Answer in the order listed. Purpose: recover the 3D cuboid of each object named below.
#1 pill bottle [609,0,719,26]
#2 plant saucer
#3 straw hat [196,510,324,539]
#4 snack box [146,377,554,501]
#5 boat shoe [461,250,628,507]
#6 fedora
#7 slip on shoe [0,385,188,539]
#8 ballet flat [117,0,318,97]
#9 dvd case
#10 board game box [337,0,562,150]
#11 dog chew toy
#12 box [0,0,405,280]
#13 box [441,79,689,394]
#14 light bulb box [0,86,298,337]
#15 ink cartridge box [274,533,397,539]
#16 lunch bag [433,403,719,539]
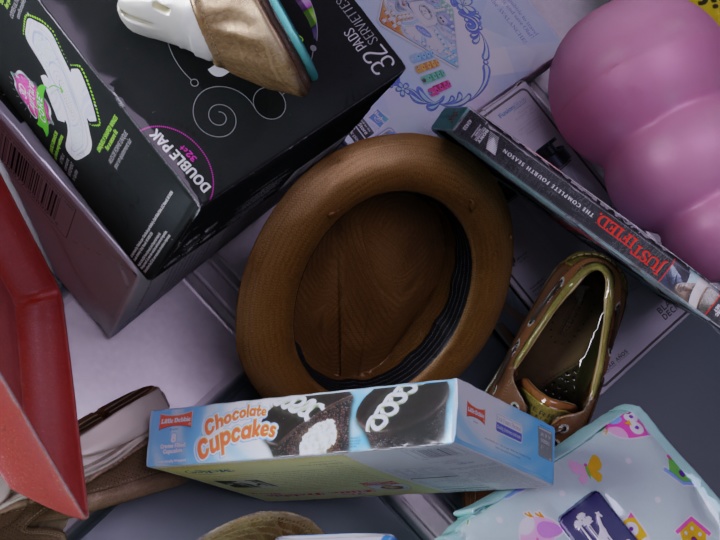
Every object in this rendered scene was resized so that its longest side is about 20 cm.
[{"bbox_3d":[0.252,-0.160,1.044,0.111,0.111,0.201,-4,73,-22],"label":"pill bottle"},{"bbox_3d":[-0.202,0.006,0.742,0.037,0.200,0.200,-20,40,-2],"label":"plant saucer"},{"bbox_3d":[-0.113,0.202,0.784,0.085,0.201,0.201,27,55,37],"label":"straw hat"},{"bbox_3d":[-0.006,0.098,0.788,0.116,0.200,0.037,30,58,-52],"label":"snack box"},{"bbox_3d":[0.110,0.082,0.886,0.072,0.068,0.201,18,93,6],"label":"boat shoe"},{"bbox_3d":[0.000,0.000,0.879,0.200,0.082,0.201,-12,120,-21],"label":"fedora"},{"bbox_3d":[-0.188,0.135,0.800,0.200,0.076,0.061,-28,98,-31],"label":"slip on shoe"},{"bbox_3d":[-0.092,-0.157,0.668,0.072,0.068,0.200,-26,82,-5],"label":"ballet flat"},{"bbox_3d":[0.134,-0.036,0.875,0.200,0.146,0.022,34,94,-6],"label":"dvd case"},{"bbox_3d":[0.014,-0.182,1.001,0.199,0.043,0.200,-35,86,-27],"label":"board game box"},{"bbox_3d":[0.208,-0.081,0.930,0.124,0.125,0.200,-20,75,-25],"label":"dog chew toy"},{"bbox_3d":[-0.106,-0.127,0.752,0.148,0.124,0.200,-37,89,-27],"label":"box"},{"bbox_3d":[0.125,-0.017,0.973,0.117,0.060,0.200,-38,87,-27],"label":"box"},{"bbox_3d":[-0.136,-0.106,0.872,0.200,0.125,0.198,-41,89,-27],"label":"light bulb box"},{"bbox_3d":[0.003,0.255,0.723,0.200,0.086,0.147,58,41,-26],"label":"ink cartridge box"},{"bbox_3d":[0.137,0.199,0.836,0.170,0.122,0.200,-29,109,-28],"label":"lunch bag"}]
